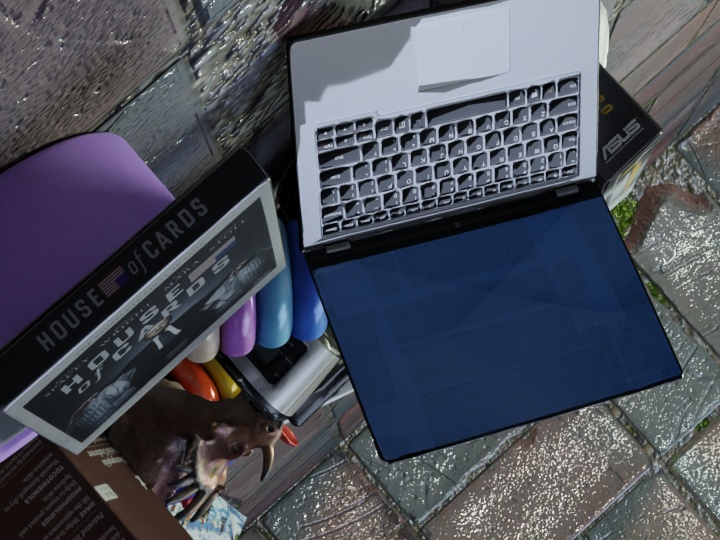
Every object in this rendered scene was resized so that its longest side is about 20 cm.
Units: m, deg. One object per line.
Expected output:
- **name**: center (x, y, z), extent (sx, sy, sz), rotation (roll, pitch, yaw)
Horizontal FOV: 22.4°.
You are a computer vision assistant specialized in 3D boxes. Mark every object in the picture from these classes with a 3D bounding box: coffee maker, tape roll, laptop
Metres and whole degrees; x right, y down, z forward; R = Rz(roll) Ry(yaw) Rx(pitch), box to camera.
- **coffee maker**: center (0.000, 0.000, 1.196), extent (0.200, 0.135, 0.192), rotation (-39, 159, 8)
- **tape roll**: center (-0.168, 0.026, 0.866), extent (0.200, 0.066, 0.200), rotation (-42, 173, -6)
- **laptop**: center (0.070, -0.031, 0.980), extent (0.186, 0.116, 0.202), rotation (-14, 122, -19)

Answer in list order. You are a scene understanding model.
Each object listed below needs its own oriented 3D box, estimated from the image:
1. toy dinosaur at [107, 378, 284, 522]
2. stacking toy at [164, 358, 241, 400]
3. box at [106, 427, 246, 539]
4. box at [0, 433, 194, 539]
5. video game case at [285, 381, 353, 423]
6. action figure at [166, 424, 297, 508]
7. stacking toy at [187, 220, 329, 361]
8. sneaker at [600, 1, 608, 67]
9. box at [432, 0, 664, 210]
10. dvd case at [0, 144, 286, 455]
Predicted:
- **toy dinosaur**: center (-0.143, 0.128, 1.267), extent (0.086, 0.136, 0.200), rotation (-36, 170, -36)
- **stacking toy**: center (-0.101, 0.071, 1.421), extent (0.199, 0.086, 0.085), rotation (-31, 168, -23)
- **box**: center (-0.172, 0.228, 1.481), extent (0.138, 0.040, 0.200), rotation (-68, 151, -18)
- **box**: center (-0.164, 0.172, 1.154), extent (0.075, 0.200, 0.100), rotation (-42, 172, 6)
- **video game case**: center (-0.078, 0.103, 1.489), extent (0.181, 0.022, 0.200), rotation (-25, -173, -11)
- **action figure**: center (-0.121, 0.171, 1.353), extent (0.199, 0.099, 0.066), rotation (-31, -147, 15)
- **stacking toy**: center (-0.007, 0.006, 1.057), extent (0.198, 0.086, 0.085), rotation (-2, 164, -8)
- **sneaker**: center (0.129, -0.112, 1.340), extent (0.092, 0.075, 0.201), rotation (-85, -161, -78)
- **box**: center (0.115, -0.111, 1.170), extent (0.048, 0.159, 0.200), rotation (-41, 172, -3)
- **dvd case**: center (-0.099, 0.021, 0.851), extent (0.150, 0.025, 0.200), rotation (-42, 173, -7)
